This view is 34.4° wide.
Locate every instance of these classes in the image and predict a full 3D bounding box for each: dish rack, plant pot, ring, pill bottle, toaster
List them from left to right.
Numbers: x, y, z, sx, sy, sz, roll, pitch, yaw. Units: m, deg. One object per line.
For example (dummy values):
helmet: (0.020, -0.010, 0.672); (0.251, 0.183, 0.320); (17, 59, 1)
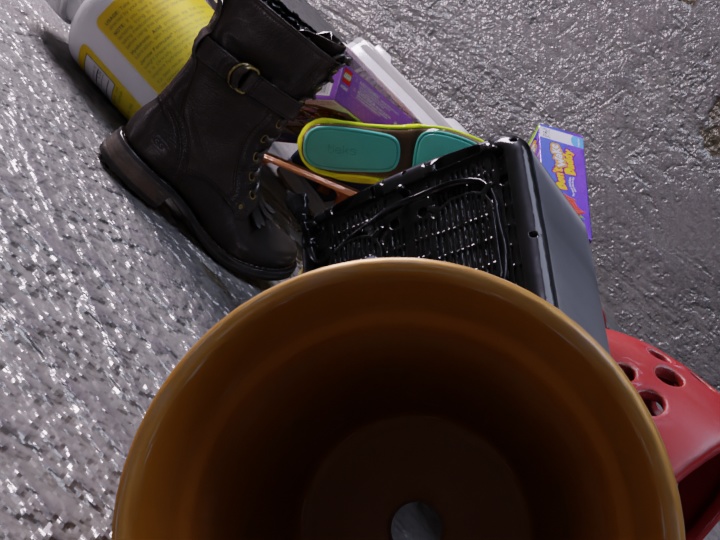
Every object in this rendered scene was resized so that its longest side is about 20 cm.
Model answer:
pill bottle: (-0.161, -0.175, 0.928); (0.200, 0.111, 0.111); (48, 12, 5)
ring: (-0.062, -0.088, 1.067); (0.199, 0.019, 0.200); (23, 4, -2)
plant pot: (0.018, 0.111, 0.486); (0.200, 0.200, 0.183); (49, -4, 11)
dish rack: (0.050, -0.146, 1.216); (0.200, 0.043, 0.172); (48, -14, 23)
toaster: (0.056, 0.021, 0.767); (0.119, 0.180, 0.201); (40, 37, -48)
plant pot: (0.156, 0.131, 0.843); (0.182, 0.201, 0.200); (44, 10, 29)

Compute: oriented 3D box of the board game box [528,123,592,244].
board game box: (0.147, -0.014, 1.068); (0.044, 0.201, 0.135); (15, 45, -9)

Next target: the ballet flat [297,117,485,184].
ballet flat: (0.042, -0.101, 1.044); (0.198, 0.067, 0.067); (11, 8, 1)

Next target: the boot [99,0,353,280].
boot: (-0.070, -0.098, 0.840); (0.200, 0.174, 0.069); (37, 15, -36)

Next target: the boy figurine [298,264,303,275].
boy figurine: (0.000, 0.000, 0.947); (0.200, 0.123, 0.065); (-30, 112, -64)

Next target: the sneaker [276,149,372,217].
sneaker: (0.015, -0.068, 1.192); (0.200, 0.108, 0.070); (48, 10, 7)

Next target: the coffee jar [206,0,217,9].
coffee jar: (-0.159, -0.243, 1.222); (0.104, 0.085, 0.200); (50, 13, 16)

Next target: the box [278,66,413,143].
box: (-0.067, -0.160, 1.114); (0.199, 0.039, 0.137); (10, -11, 32)
